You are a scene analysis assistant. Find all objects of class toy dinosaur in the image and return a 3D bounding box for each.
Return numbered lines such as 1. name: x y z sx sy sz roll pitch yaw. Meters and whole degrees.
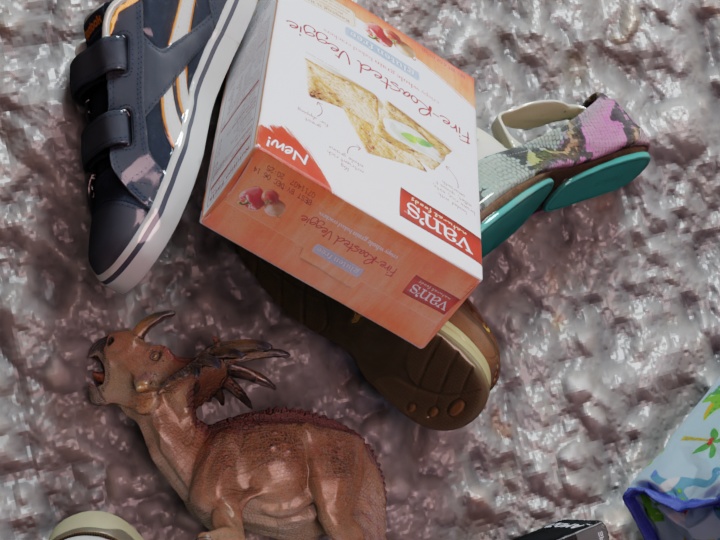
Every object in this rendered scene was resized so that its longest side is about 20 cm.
1. toy dinosaur: -0.045 0.101 0.880 0.198 0.086 0.137 19 68 -27

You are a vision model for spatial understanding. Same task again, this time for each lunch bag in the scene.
1. lunch bag: 0.280 0.157 1.000 0.170 0.127 0.201 -42 113 -26

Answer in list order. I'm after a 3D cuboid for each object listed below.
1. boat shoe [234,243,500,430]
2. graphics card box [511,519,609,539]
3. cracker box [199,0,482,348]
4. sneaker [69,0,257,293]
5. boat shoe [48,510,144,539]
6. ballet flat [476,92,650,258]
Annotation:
1. boat shoe: 0.001 0.000 0.929 0.200 0.072 0.068 46 34 -3
2. graphics card box: 0.063 0.228 0.923 0.198 0.051 0.127 -18 90 -25
3. cracker box: -0.005 -0.067 0.874 0.133 0.058 0.201 30 33 -19
4. sneaker: -0.119 -0.088 0.876 0.079 0.078 0.202 27 61 -23
5. boat shoe: -0.092 0.213 0.824 0.200 0.074 0.069 49 22 -18
6. ballet flat: 0.093 -0.059 0.967 0.199 0.069 0.071 -26 71 -42
